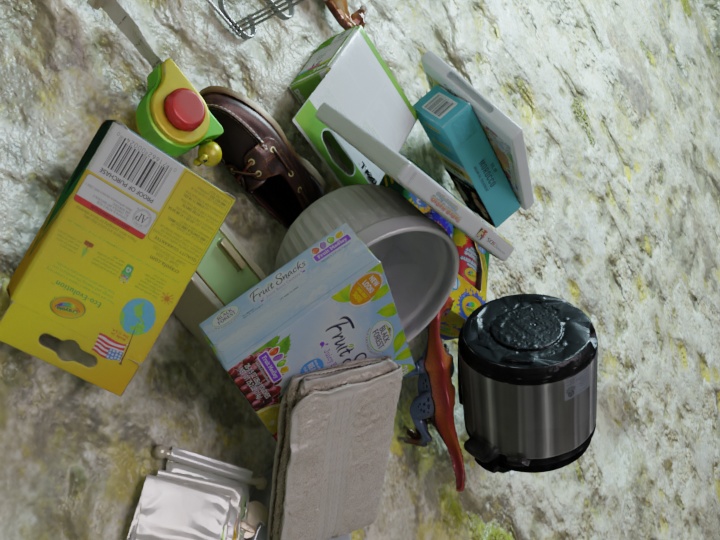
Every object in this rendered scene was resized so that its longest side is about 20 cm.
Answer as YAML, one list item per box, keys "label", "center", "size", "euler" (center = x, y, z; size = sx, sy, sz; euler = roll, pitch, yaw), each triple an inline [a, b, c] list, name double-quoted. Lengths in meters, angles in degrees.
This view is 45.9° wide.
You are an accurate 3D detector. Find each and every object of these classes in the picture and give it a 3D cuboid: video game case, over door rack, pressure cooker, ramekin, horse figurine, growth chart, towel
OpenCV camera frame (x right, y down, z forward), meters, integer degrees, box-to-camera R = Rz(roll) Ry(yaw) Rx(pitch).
- label: "video game case"
  center: [0.056, -0.098, 0.923]
  size: [0.181, 0.200, 0.023]
  euler: [33, 98, -38]
- label: "over door rack"
  center: [-0.137, -0.344, 0.902]
  size: [0.199, 0.146, 0.068]
  euler: [34, 57, -40]
- label: "pressure cooker"
  center: [0.210, 0.155, 1.069]
  size: [0.179, 0.173, 0.203]
  euler: [-82, 165, -59]
- label: "ramekin"
  center: [0.000, 0.000, 0.932]
  size: [0.199, 0.201, 0.105]
  euler: [12, 32, -47]
- label: "video game case"
  center: [0.163, -0.188, 1.166]
  size: [0.182, 0.023, 0.200]
  euler: [48, -3, 27]
- label: "horse figurine"
  center: [-0.053, -0.403, 1.091]
  size: [0.199, 0.049, 0.135]
  euler: [29, 68, -51]
- label: "growth chart"
  center: [-0.160, 0.262, 0.777]
  size: [0.144, 0.018, 0.202]
  euler: [33, 54, -25]
- label: "towel"
  center: [-0.024, 0.183, 0.828]
  size: [0.131, 0.034, 0.203]
  euler: [-10, 117, -36]

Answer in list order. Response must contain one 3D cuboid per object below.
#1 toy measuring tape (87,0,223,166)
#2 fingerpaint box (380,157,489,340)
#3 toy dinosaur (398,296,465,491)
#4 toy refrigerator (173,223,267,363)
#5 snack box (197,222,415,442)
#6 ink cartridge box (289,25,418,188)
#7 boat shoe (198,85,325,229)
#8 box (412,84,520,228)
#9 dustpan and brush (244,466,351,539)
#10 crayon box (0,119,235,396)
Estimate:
- label: "toy measuring tape"
  center: [-0.210, -0.179, 0.836]
  size: [0.201, 0.073, 0.074]
  euler: [51, 45, -16]
- label: "fingerpaint box"
  center: [0.091, -0.024, 1.135]
  size: [0.199, 0.073, 0.169]
  euler: [34, 55, -39]
- label: "toy dinosaur"
  center: [0.103, 0.128, 1.041]
  size: [0.104, 0.200, 0.183]
  euler: [-24, 142, -37]
- label: "toy refrigerator"
  center: [-0.161, -0.008, 0.835]
  size: [0.201, 0.069, 0.076]
  euler: [53, 45, -24]
- label: "snack box"
  center: [-0.043, 0.075, 0.827]
  size: [0.168, 0.068, 0.201]
  euler: [-34, 146, -11]
- label: "ink cartridge box"
  center: [-0.024, -0.180, 1.046]
  size: [0.148, 0.075, 0.201]
  euler: [52, 46, -26]
- label: "boat shoe"
  center: [-0.107, -0.115, 0.930]
  size: [0.200, 0.070, 0.071]
  euler: [41, 47, -35]
- label: "box"
  center: [0.146, -0.153, 1.161]
  size: [0.049, 0.082, 0.201]
  euler: [-40, 131, -4]
- label: "dustpan and brush"
  center: [-0.068, 0.232, 0.898]
  size: [0.138, 0.057, 0.203]
  euler: [15, 74, -34]
- label: "crayon box"
  center: [-0.213, -0.010, 0.731]
  size: [0.126, 0.051, 0.202]
  euler: [33, 84, -29]
